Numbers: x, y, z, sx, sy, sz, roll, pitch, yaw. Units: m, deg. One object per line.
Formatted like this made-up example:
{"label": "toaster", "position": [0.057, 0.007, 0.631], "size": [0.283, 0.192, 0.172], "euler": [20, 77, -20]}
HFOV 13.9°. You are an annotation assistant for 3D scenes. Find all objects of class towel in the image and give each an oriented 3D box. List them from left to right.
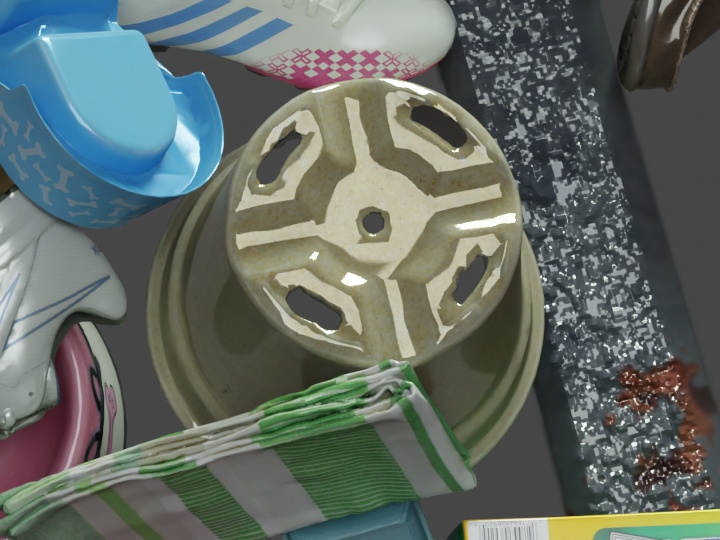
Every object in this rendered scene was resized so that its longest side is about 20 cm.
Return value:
{"label": "towel", "position": [-0.054, 0.101, 1.342], "size": [0.199, 0.153, 0.023], "euler": [-19, 67, 7]}

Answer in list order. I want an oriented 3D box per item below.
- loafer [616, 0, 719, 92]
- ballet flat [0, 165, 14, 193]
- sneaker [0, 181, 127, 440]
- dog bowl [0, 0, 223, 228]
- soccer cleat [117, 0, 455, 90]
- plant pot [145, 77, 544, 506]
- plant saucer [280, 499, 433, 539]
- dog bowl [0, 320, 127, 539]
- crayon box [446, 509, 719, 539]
{"label": "loafer", "position": [0.197, -0.169, 1.497], "size": [0.071, 0.073, 0.200], "euler": [30, 76, 4]}
{"label": "ballet flat", "position": [-0.175, -0.116, 1.458], "size": [0.068, 0.063, 0.201], "euler": [-11, 77, -9]}
{"label": "sneaker", "position": [-0.188, 0.050, 1.338], "size": [0.087, 0.075, 0.200], "euler": [43, 77, 1]}
{"label": "dog bowl", "position": [-0.141, -0.108, 1.369], "size": [0.111, 0.050, 0.200], "euler": [-8, 65, -47]}
{"label": "soccer cleat", "position": [-0.049, -0.139, 1.457], "size": [0.199, 0.086, 0.070], "euler": [6, 58, -3]}
{"label": "plant pot", "position": [0.000, 0.000, 1.382], "size": [0.200, 0.184, 0.201], "euler": [1, 76, -5]}
{"label": "plant saucer", "position": [0.023, 0.190, 1.365], "size": [0.070, 0.019, 0.200], "euler": [-14, 47, -10]}
{"label": "dog bowl", "position": [-0.211, 0.071, 1.403], "size": [0.199, 0.074, 0.201], "euler": [1, 75, -5]}
{"label": "crayon box", "position": [0.146, 0.178, 1.413], "size": [0.199, 0.058, 0.119], "euler": [-2, 76, -5]}
